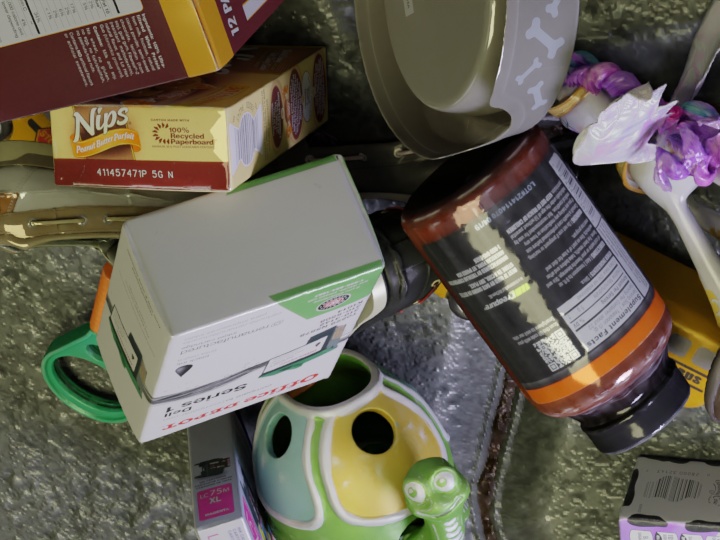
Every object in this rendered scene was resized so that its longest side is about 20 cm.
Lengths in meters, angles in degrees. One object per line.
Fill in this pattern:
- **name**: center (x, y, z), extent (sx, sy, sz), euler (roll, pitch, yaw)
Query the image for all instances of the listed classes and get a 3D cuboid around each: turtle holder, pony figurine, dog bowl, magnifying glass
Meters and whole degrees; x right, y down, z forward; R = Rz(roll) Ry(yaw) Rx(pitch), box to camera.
- **turtle holder**: center (-0.003, 0.137, 1.723), extent (0.140, 0.186, 0.132), euler (-16, 119, -1)
- **pony figurine**: center (0.196, -0.079, 1.527), extent (0.200, 0.167, 0.193), euler (45, 153, 3)
- **dog bowl**: center (0.063, -0.167, 1.492), extent (0.058, 0.200, 0.201), euler (-4, 132, -25)
- **magnifying glass**: center (-0.182, 0.052, 1.781), extent (0.079, 0.022, 0.200), euler (26, 146, 2)

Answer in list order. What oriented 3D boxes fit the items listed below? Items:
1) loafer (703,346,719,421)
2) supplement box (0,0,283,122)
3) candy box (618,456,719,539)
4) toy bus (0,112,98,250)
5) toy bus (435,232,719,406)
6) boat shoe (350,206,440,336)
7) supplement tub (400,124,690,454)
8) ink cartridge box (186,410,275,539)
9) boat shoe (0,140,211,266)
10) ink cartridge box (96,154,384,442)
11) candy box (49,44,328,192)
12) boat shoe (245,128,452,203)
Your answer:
- **loafer**: center (0.288, 0.031, 1.540), extent (0.071, 0.073, 0.200), euler (48, 116, 20)
- **supplement box**: center (-0.157, -0.196, 1.522), extent (0.199, 0.197, 0.133), euler (-11, 112, 25)
- **candy box**: center (0.287, 0.223, 1.752), extent (0.199, 0.072, 0.169), euler (3, 124, 17)
- **toy bus**: center (-0.175, -0.079, 1.699), extent (0.078, 0.065, 0.200), euler (-34, 108, 34)
- **toy bus**: center (0.148, 0.016, 1.648), extent (0.199, 0.065, 0.079), euler (26, 128, -1)
- **boat shoe**: center (0.001, 0.003, 1.656), extent (0.074, 0.063, 0.201), euler (69, 161, -1)
- **supplement tub**: center (0.119, 0.015, 1.548), extent (0.107, 0.107, 0.200), euler (-28, 106, 32)
- **ink cartridge box**: center (-0.088, 0.167, 1.774), extent (0.042, 0.200, 0.120), euler (-18, 120, 1)
- **boat shoe**: center (-0.145, -0.031, 1.619), extent (0.199, 0.069, 0.075), euler (9, 168, -18)
- **ink cartridge box**: center (-0.079, 0.021, 1.578), extent (0.200, 0.145, 0.085), euler (113, 135, -65)
- **candy box**: center (-0.103, -0.099, 1.574), extent (0.115, 0.200, 0.056), euler (3, 106, 16)
- **boat shoe**: center (-0.001, -0.075, 1.648), extent (0.199, 0.067, 0.057), euler (5, 103, 21)
